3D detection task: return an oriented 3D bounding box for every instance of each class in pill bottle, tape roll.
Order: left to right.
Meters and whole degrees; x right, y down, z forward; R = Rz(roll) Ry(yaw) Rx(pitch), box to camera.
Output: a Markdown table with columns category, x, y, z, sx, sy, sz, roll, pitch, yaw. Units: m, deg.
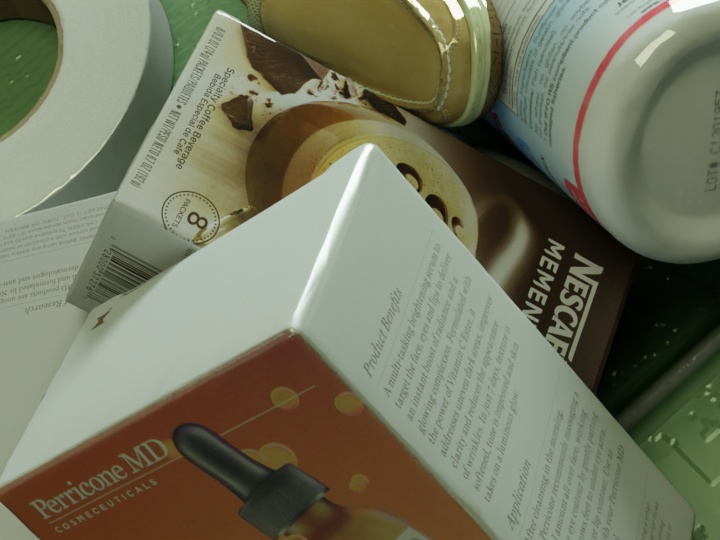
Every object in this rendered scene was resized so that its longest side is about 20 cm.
| category | x | y | z | sx | sy | sz | roll | pitch | yaw |
| --- | --- | --- | --- | --- | --- | --- | --- | --- | --- |
| tape roll | -0.192 | -0.094 | 1.036 | 0.201 | 0.037 | 0.204 | -8 | 61 | 15 |
| pill bottle | 0.100 | -0.091 | 0.857 | 0.108 | 0.109 | 0.200 | -36 | 33 | -2 |

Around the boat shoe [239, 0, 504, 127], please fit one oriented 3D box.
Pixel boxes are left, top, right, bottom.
| category | x | y | z | sx | sy | sz | roll | pitch | yaw |
| --- | --- | --- | --- | --- | --- | --- | --- | --- | --- |
| boat shoe | -0.013 | -0.110 | 0.881 | 0.076 | 0.072 | 0.200 | -1 | 21 | -28 |

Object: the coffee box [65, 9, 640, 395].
| category | x | y | z | sx | sy | sz | roll | pitch | yaw |
| --- | --- | --- | --- | --- | --- | --- | --- | --- | --- |
| coffee box | 0.000 | 0.000 | 0.828 | 0.199 | 0.080 | 0.113 | 28 | 52 | -6 |

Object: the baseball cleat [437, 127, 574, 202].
| category | x | y | z | sx | sy | sz | roll | pitch | yaw |
| --- | --- | --- | --- | --- | --- | --- | --- | --- | --- |
| baseball cleat | 0.018 | -0.068 | 0.934 | 0.199 | 0.070 | 0.107 | 16 | 63 | 21 |

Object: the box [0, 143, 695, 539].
| category | x | y | z | sx | sy | sz | roll | pitch | yaw |
| --- | --- | --- | --- | --- | --- | --- | --- | --- | --- |
| box | -0.001 | 0.084 | 0.744 | 0.152 | 0.200 | 0.107 | -29 | 25 | 33 |

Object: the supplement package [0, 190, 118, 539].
| category | x | y | z | sx | sy | sz | roll | pitch | yaw |
| --- | --- | --- | --- | --- | --- | --- | --- | --- | --- |
| supplement package | -0.128 | 0.091 | 0.866 | 0.119 | 0.121 | 0.201 | -13 | 59 | 12 |
